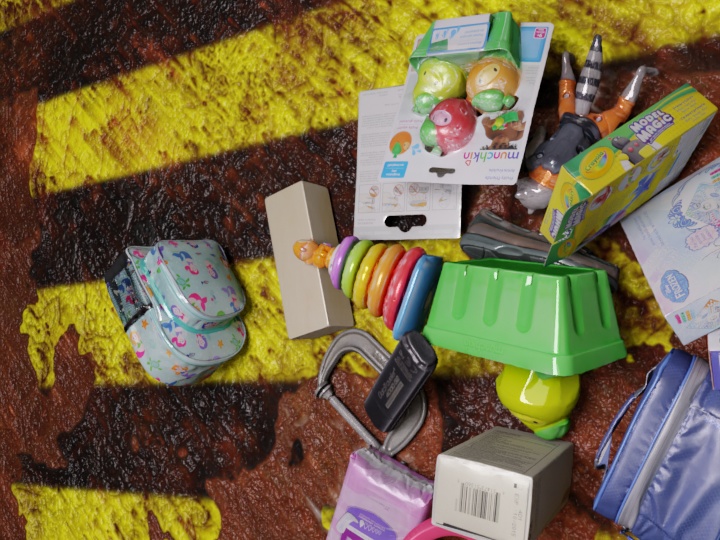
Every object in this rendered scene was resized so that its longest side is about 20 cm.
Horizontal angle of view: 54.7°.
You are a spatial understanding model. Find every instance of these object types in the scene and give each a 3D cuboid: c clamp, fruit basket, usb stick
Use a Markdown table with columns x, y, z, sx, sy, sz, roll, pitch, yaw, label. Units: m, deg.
| x | y | z | sx | sy | sz | roll | pitch | yaw | label |
| --- | --- | --- | --- | --- | --- | --- | --- | --- | --- |
| 0.004 | 0.189 | 0.943 | 0.201 | 0.027 | 0.172 | 47 | 109 | 24 | c clamp |
| 0.180 | 0.095 | 0.766 | 0.213 | 0.152 | 0.223 | 7 | 100 | 49 | fruit basket |
| 0.045 | 0.137 | 0.834 | 0.056 | 0.032 | 0.202 | 55 | 151 | 21 | usb stick |
| 0.114 | -0.196 | 0.800 | 0.181 | 0.094 | 0.205 | 7 | 68 | 35 | fruit basket |

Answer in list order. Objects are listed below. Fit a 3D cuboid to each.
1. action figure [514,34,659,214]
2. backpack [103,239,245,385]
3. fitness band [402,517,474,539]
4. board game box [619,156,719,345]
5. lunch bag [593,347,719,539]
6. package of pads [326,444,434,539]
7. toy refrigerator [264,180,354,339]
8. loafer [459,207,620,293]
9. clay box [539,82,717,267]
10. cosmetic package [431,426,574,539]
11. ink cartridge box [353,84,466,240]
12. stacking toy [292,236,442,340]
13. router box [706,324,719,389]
| x | y | z | sx | sy | sz | roll | pitch | yaw | label |
| --- | --- | --- | --- | --- | --- | --- | --- | --- | --- |
| 0.222 | -0.164 | 0.805 | 0.196 | 0.104 | 0.198 | 25 | 88 | 25 | action figure |
| -0.258 | 0.058 | 1.021 | 0.149 | 0.176 | 0.204 | -31 | 76 | 29 | backpack |
| 0.108 | 0.390 | 0.819 | 0.139 | 0.037 | 0.206 | -14 | 95 | -4 | fitness band |
| 0.365 | -0.046 | 0.669 | 0.197 | 0.202 | 0.044 | -33 | 111 | 23 | board game box |
| 0.316 | 0.186 | 0.702 | 0.130 | 0.135 | 0.205 | 28 | 101 | 28 | lunch bag |
| 0.019 | 0.339 | 0.884 | 0.118 | 0.075 | 0.206 | 23 | 104 | 25 | package of pads |
| -0.071 | -0.012 | 0.980 | 0.074 | 0.069 | 0.206 | -19 | 75 | 32 | toy refrigerator |
| 0.212 | -0.030 | 0.819 | 0.196 | 0.072 | 0.064 | 18 | 74 | 32 | loafer |
| 0.259 | -0.093 | 0.710 | 0.197 | 0.116 | 0.048 | -32 | 64 | -14 | clay box |
| 0.160 | 0.227 | 0.751 | 0.103 | 0.198 | 0.074 | 6 | 90 | 30 | cosmetic package |
| 0.070 | -0.143 | 0.921 | 0.158 | 0.057 | 0.207 | 0 | 90 | 29 | ink cartridge box |
| 0.000 | 0.000 | 0.890 | 0.195 | 0.116 | 0.113 | 22 | 97 | 17 | stacking toy |
| 0.424 | 0.027 | 0.636 | 0.195 | 0.181 | 0.050 | -6 | 124 | 28 | router box |
